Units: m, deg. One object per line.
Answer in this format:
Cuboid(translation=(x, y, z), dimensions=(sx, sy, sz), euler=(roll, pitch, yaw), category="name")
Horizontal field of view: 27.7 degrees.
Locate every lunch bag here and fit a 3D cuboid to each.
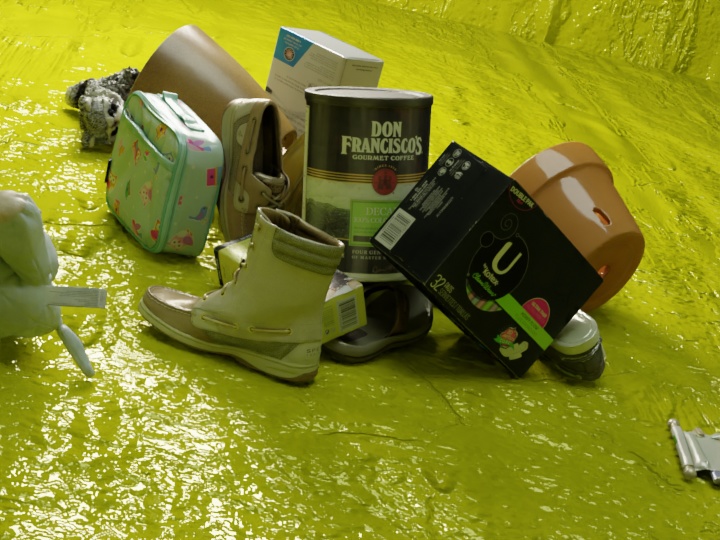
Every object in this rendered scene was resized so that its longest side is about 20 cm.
Cuboid(translation=(-0.234, -0.120, 1.717), dimensions=(0.076, 0.162, 0.200), euler=(2, 24, -32), category="lunch bag")

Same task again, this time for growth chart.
Cuboid(translation=(0.413, 0.208, 1.491), dimensions=(0.197, 0.018, 0.145), euler=(16, 20, 4), category="growth chart")

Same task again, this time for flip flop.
Cuboid(translation=(0.020, 0.047, 1.592), dimensions=(0.080, 0.058, 0.199), euler=(21, 23, 28), category="flip flop")

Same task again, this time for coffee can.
Cuboid(translation=(0.006, -0.100, 1.645), dimensions=(0.144, 0.203, 0.146), euler=(2, 11, 0), category="coffee can")

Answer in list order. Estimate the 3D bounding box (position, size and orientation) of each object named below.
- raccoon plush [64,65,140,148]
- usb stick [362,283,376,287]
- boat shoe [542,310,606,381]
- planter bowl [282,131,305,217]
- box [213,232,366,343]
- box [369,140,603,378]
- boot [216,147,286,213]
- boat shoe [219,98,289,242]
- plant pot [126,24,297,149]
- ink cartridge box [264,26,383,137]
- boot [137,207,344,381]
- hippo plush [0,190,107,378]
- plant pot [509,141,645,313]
Cuboid(translation=(-0.381, -0.216, 2.049), dimensions=(0.198, 0.098, 0.134), euler=(-8, 16, 42), category="raccoon plush")
Cuboid(translation=(0.000, 0.000, 1.749), dimensions=(0.055, 0.033, 0.199), euler=(18, 19, 31), category="usb stick")
Cuboid(translation=(0.222, 0.064, 1.689), dimensions=(0.072, 0.061, 0.202), euler=(-29, 28, -6), category="boat shoe")
Cuboid(translation=(-0.022, -0.094, 1.784), dimensions=(0.199, 0.202, 0.084), euler=(-10, 49, -49), category="planter bowl")
Cuboid(translation=(-0.078, 0.015, 1.572), dimensions=(0.075, 0.051, 0.199), euler=(-23, 31, -28), category="box")
Cuboid(translation=(0.138, -0.010, 1.581), dimensions=(0.200, 0.149, 0.124), euler=(42, -1, -38), category="box")
Cuboid(translation=(-0.108, -0.118, 1.784), dimensions=(0.153, 0.078, 0.200), euler=(-17, -14, -3), category="boot")
Cuboid(translation=(-0.118, -0.095, 1.670), dimensions=(0.064, 0.203, 0.071), euler=(4, 13, 42), category="boat shoe")
Cuboid(translation=(-0.192, -0.202, 1.984), dimensions=(0.199, 0.188, 0.186), euler=(32, 23, 12), category="plant pot")
Cuboid(translation=(-0.065, -0.224, 2.058), dimensions=(0.085, 0.202, 0.146), euler=(-4, 27, -45), category="ink cartridge box")
Cuboid(translation=(-0.119, 0.008, 1.455), dimensions=(0.198, 0.157, 0.072), euler=(19, 20, 14), category="boot")
Cuboid(translation=(-0.332, -0.018, 1.374), dimensions=(0.197, 0.161, 0.161), euler=(10, 20, -10), category="hippo plush")
Cuboid(translation=(0.263, -0.040, 1.832), dimensions=(0.199, 0.201, 0.140), euler=(-6, 43, -43), category="plant pot")
